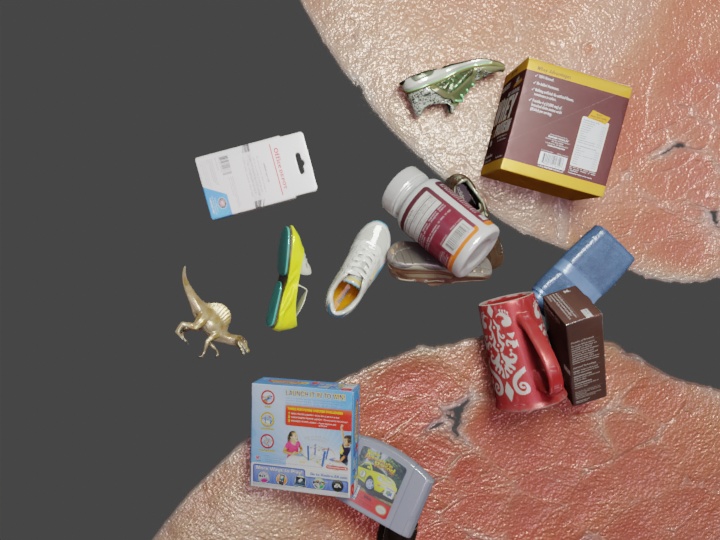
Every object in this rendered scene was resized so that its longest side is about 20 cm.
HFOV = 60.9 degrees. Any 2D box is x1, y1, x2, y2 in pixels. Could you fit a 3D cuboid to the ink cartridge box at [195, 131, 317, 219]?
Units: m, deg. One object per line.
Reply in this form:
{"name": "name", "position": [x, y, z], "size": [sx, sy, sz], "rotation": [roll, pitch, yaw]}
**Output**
{"name": "ink cartridge box", "position": [-0.187, -0.173, 1.128], "size": [0.199, 0.067, 0.116], "rotation": [-15, 94, -3]}

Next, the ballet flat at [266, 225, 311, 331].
{"name": "ballet flat", "position": [-0.129, 0.017, 1.153], "size": [0.067, 0.067, 0.201], "rotation": [8, 96, -26]}

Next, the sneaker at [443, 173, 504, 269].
{"name": "sneaker", "position": [0.215, -0.089, 1.159], "size": [0.070, 0.076, 0.201], "rotation": [-30, 95, -2]}

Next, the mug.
{"name": "mug", "position": [0.312, 0.146, 1.141], "size": [0.133, 0.177, 0.201], "rotation": [-14, 90, -40]}

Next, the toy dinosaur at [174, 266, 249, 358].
{"name": "toy dinosaur", "position": [-0.297, 0.094, 1.152], "size": [0.101, 0.058, 0.200], "rotation": [-42, 104, -16]}

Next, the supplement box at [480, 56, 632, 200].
{"name": "supplement box", "position": [0.354, -0.253, 1.131], "size": [0.196, 0.133, 0.201], "rotation": [14, 92, -5]}

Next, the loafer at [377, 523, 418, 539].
{"name": "loafer", "position": [0.075, 0.496, 1.185], "size": [0.073, 0.071, 0.201], "rotation": [5, 93, -4]}

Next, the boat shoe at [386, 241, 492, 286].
{"name": "boat shoe", "position": [0.148, -0.008, 1.164], "size": [0.199, 0.072, 0.076], "rotation": [9, 51, 2]}

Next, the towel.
{"name": "towel", "position": [0.426, 0.015, 1.195], "size": [0.200, 0.049, 0.112], "rotation": [-45, 97, 0]}

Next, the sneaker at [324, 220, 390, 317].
{"name": "sneaker", "position": [0.000, 0.000, 1.146], "size": [0.076, 0.081, 0.201], "rotation": [27, 90, -4]}

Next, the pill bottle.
{"name": "pill bottle", "position": [0.140, -0.091, 1.105], "size": [0.114, 0.114, 0.200], "rotation": [-47, 69, 0]}

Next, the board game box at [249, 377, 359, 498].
{"name": "board game box", "position": [-0.103, 0.307, 1.141], "size": [0.199, 0.056, 0.197], "rotation": [3, 93, 13]}

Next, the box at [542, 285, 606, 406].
{"name": "box", "position": [0.398, 0.142, 1.137], "size": [0.075, 0.100, 0.201], "rotation": [-16, 120, -2]}

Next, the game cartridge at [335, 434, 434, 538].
{"name": "game cartridge", "position": [0.031, 0.395, 1.158], "size": [0.199, 0.041, 0.134], "rotation": [23, 88, 18]}

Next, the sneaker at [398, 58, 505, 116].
{"name": "sneaker", "position": [0.176, -0.342, 1.152], "size": [0.199, 0.077, 0.089], "rotation": [-14, 107, 2]}
